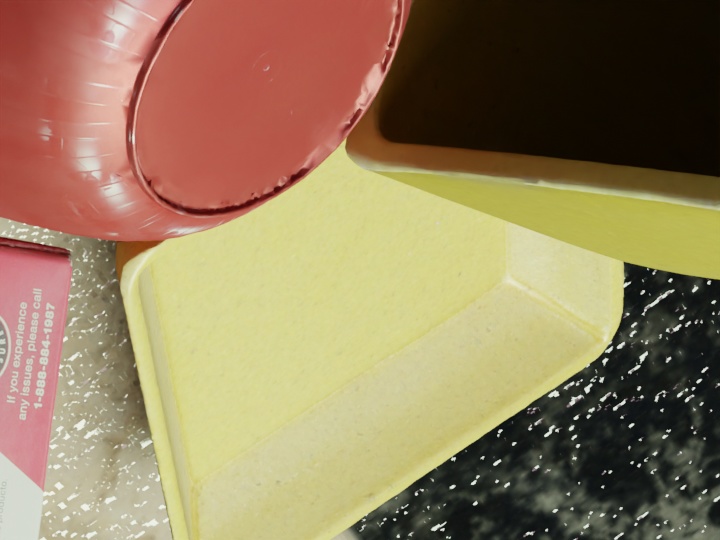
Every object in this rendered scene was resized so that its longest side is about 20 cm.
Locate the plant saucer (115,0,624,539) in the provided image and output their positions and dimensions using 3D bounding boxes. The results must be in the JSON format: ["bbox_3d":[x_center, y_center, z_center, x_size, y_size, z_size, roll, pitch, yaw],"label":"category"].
[{"bbox_3d":[0.000,0.000,0.942,0.200,0.048,0.200,-33,145,-21],"label":"plant saucer"}]

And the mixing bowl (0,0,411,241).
[{"bbox_3d":[-0.058,-0.083,0.785,0.200,0.108,0.200,-30,144,-25],"label":"mixing bowl"}]

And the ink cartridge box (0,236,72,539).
[{"bbox_3d":[-0.195,0.050,0.819,0.200,0.083,0.147,10,87,-37],"label":"ink cartridge box"}]

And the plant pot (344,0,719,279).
[{"bbox_3d":[0.153,-0.079,0.832,0.200,0.195,0.195,26,79,-38],"label":"plant pot"}]
